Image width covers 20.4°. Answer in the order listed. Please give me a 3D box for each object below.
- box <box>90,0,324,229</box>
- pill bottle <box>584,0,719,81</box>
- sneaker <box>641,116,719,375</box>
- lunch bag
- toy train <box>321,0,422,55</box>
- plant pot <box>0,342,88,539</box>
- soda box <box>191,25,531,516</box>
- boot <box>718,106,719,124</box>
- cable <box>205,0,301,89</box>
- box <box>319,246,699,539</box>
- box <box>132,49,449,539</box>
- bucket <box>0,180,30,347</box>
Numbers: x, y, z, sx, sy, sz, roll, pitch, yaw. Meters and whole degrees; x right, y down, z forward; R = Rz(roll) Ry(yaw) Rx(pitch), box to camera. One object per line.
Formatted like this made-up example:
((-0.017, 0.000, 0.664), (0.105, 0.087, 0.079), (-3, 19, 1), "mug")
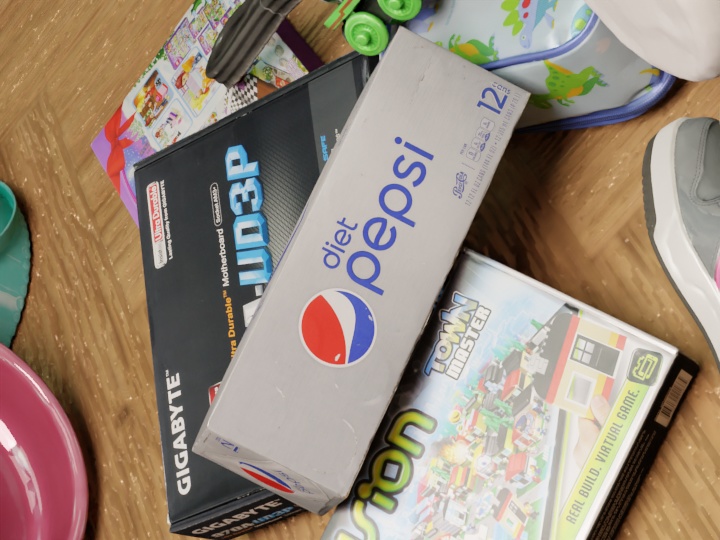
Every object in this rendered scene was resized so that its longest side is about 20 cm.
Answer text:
((-0.071, -0.068, 1.114), (0.137, 0.039, 0.200), (-52, 39, 13), "box")
((0.175, -0.180, 0.806), (0.200, 0.113, 0.112), (-42, 37, -7), "pill bottle")
((0.181, -0.002, 0.740), (0.121, 0.083, 0.201), (-41, 50, 33), "sneaker")
((0.090, -0.166, 0.949), (0.160, 0.082, 0.202), (-8, 63, 46), "lunch bag")
((0.037, -0.167, 0.875), (0.200, 0.056, 0.042), (-43, 10, 45), "toy train")
((-0.274, 0.150, 1.112), (0.179, 0.198, 0.201), (-48, 37, 42), "plant pot")
((0.000, 0.000, 0.868), (0.201, 0.068, 0.063), (-65, 4, -17), "soda box")
((0.221, -0.127, 0.747), (0.072, 0.199, 0.156), (40, 135, 41), "boot")
((-0.025, -0.145, 1.016), (0.200, 0.050, 0.098), (124, 159, -45), "cable")
((0.049, 0.104, 0.841), (0.109, 0.035, 0.201), (25, 88, 28), "box")
((-0.032, 0.013, 0.974), (0.158, 0.046, 0.202), (-23, 63, 32), "box")
((-0.314, 0.006, 1.273), (0.206, 0.134, 0.209), (-26, 51, 37), "bucket")
